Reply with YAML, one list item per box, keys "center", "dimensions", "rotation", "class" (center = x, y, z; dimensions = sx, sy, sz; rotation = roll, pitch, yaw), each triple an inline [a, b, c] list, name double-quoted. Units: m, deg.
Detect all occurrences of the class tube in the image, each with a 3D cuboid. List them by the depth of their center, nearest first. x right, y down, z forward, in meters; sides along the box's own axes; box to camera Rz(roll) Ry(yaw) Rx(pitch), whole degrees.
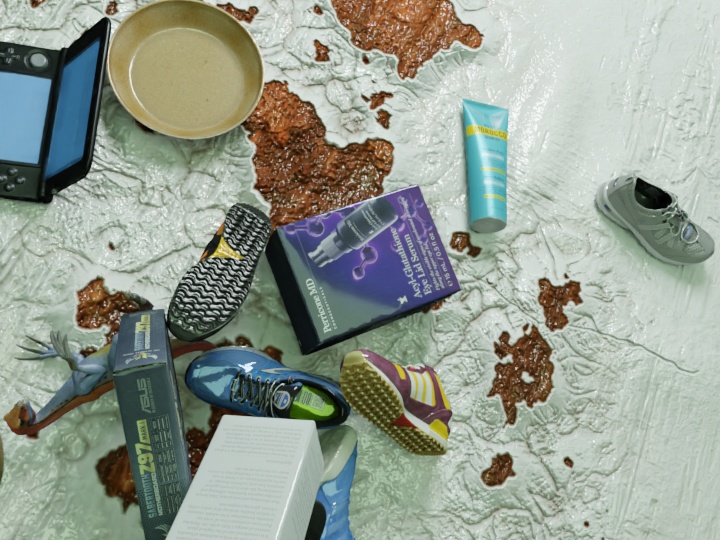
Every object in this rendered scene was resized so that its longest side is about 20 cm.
- center: [0.183, -0.155, 0.946]
  dimensions: [0.077, 0.050, 0.202]
  rotation: [11, 67, -21]
  class: "tube"

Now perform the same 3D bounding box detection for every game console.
- center: [-0.383, -0.192, 0.754]
  dimensions: [0.174, 0.116, 0.202]
  rotation: [6, 73, -14]
  class: "game console"

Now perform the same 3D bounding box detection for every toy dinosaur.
- center: [-0.282, 0.111, 0.709]
  dimensions: [0.199, 0.105, 0.183]
  rotation: [31, 72, -8]
  class: "toy dinosaur"

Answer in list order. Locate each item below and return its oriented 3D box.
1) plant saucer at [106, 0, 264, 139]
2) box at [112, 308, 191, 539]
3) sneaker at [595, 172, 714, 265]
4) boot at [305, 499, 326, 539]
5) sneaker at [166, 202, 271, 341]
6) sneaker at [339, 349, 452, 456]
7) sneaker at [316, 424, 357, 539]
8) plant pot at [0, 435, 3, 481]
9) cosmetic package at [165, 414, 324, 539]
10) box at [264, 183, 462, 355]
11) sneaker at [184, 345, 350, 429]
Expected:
- center: [-0.226, -0.259, 0.860]
  dimensions: [0.198, 0.035, 0.202]
  rotation: [4, 75, -15]
  class: "plant saucer"
- center: [-0.202, 0.157, 0.650]
  dimensions: [0.050, 0.158, 0.202]
  rotation: [-10, 107, -16]
  class: "box"
- center: [0.451, -0.074, 0.977]
  dimensions: [0.199, 0.082, 0.075]
  rotation: [29, 70, -7]
  class: "sneaker"
- center: [-0.143, 0.285, 0.674]
  dimensions: [0.200, 0.173, 0.070]
  rotation: [-48, 130, -34]
  class: "boot"
- center: [-0.163, 0.015, 0.749]
  dimensions: [0.070, 0.090, 0.201]
  rotation: [29, 46, -9]
  class: "sneaker"
- center: [0.045, 0.139, 0.783]
  dimensions: [0.200, 0.074, 0.091]
  rotation: [52, 41, -34]
  class: "sneaker"
- center: [-0.033, 0.286, 0.750]
  dimensions: [0.111, 0.076, 0.201]
  rotation: [46, 49, -21]
  class: "sneaker"
- center: [-0.476, 0.205, 0.669]
  dimensions: [0.198, 0.027, 0.202]
  rotation: [4, 75, -15]
  class: "plant pot"
- center: [-0.105, 0.230, 0.589]
  dimensions: [0.100, 0.072, 0.201]
  rotation: [1, 35, 13]
  class: "cosmetic package"
- center: [0.000, 0.000, 0.818]
  dimensions: [0.198, 0.104, 0.149]
  rotation: [-20, 82, -20]
  class: "box"
- center: [-0.102, 0.136, 0.753]
  dimensions: [0.198, 0.089, 0.079]
  rotation: [13, 83, -9]
  class: "sneaker"
